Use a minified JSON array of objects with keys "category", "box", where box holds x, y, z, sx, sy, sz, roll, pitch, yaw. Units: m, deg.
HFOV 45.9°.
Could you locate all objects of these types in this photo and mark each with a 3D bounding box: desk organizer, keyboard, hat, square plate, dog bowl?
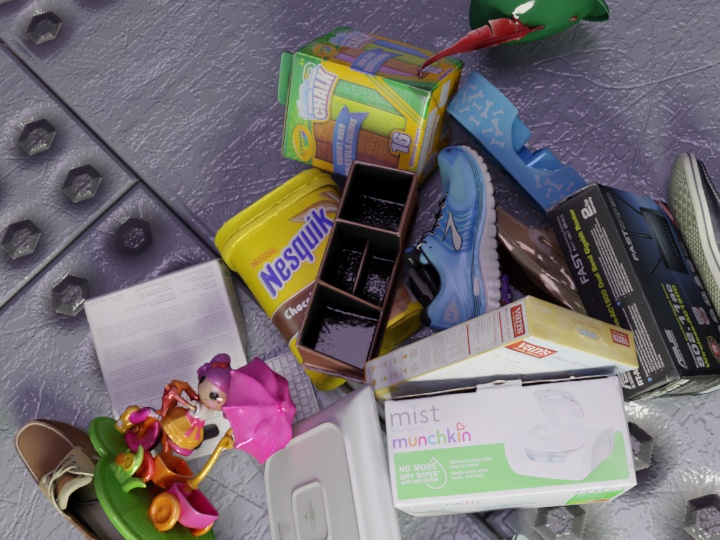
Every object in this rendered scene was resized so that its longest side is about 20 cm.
[{"category":"desk organizer","box":[0.000,0.000,0.823,0.072,0.077,0.200,14,72,8]},{"category":"keyboard","box":[-0.061,0.182,0.890,0.056,0.011,0.200,-20,68,2]},{"category":"hat","box":[0.152,-0.257,0.950,0.176,0.200,0.166,-60,28,7]},{"category":"square plate","box":[-0.036,0.229,0.790,0.028,0.198,0.200,6,63,-36]},{"category":"dog bowl","box":[0.169,-0.121,0.894,0.050,0.111,0.200,-44,92,8]}]

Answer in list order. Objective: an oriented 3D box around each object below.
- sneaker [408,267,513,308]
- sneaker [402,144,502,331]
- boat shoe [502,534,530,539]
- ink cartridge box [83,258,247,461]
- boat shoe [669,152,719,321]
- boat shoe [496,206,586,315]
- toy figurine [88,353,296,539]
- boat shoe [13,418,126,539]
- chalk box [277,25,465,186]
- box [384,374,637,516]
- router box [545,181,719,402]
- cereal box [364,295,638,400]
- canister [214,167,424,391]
[{"category":"sneaker","box":[0.140,0.046,0.873,0.083,0.081,0.200,-33,75,-27]},{"category":"sneaker","box":[0.085,-0.034,0.821,0.090,0.078,0.200,-1,67,1]},{"category":"boat shoe","box":[0.081,0.316,0.786,0.064,0.071,0.200,39,82,19]},{"category":"ink cartridge box","box":[-0.199,0.105,0.931,0.161,0.050,0.200,-17,88,5]},{"category":"boat shoe","box":[0.367,-0.028,0.863,0.062,0.075,0.200,-15,73,-1]},{"category":"boat shoe","box":[0.191,-0.010,0.890,0.065,0.071,0.200,-41,77,-13]},{"category":"toy figurine","box":[-0.150,0.155,0.828,0.184,0.150,0.200,-46,55,5]},{"category":"boat shoe","box":[-0.286,0.222,0.880,0.200,0.074,0.076,34,79,19]},{"category":"chalk box","box":[-0.007,-0.183,0.929,0.200,0.125,0.124,19,34,15]},{"category":"box","box":[0.133,0.164,0.775,0.200,0.176,0.097,-6,71,6]},{"category":"router box","box":[0.273,0.022,0.813,0.062,0.150,0.200,-34,64,38]},{"category":"cereal box","box":[0.120,0.083,0.753,0.200,0.144,0.040,-28,55,43]},{"category":"canister","box":[-0.042,0.009,0.909,0.148,0.087,0.200,-35,70,-6]}]
